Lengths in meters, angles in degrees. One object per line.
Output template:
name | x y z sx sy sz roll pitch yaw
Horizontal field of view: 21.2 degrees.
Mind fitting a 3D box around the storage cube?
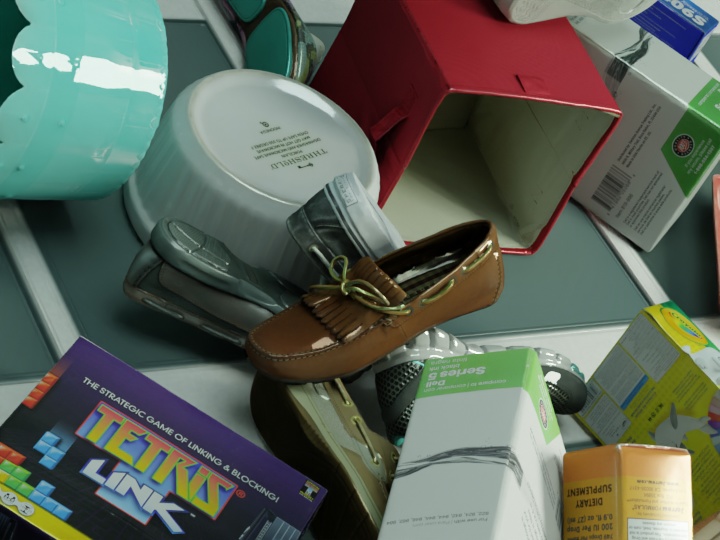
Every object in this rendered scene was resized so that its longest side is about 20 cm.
storage cube | 0.079 -0.139 1.606 0.200 0.171 0.180 4 44 -29

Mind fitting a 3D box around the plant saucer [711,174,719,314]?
plant saucer | 0.403 0.017 1.748 0.200 0.037 0.200 21 39 -9

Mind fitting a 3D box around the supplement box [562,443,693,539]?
supplement box | 0.177 0.218 1.274 0.069 0.067 0.200 6 76 -31

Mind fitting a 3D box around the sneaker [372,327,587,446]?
sneaker | 0.087 0.102 1.436 0.200 0.078 0.091 9 67 -32

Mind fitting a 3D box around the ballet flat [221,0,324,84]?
ballet flat | -0.073 -0.211 1.686 0.071 0.069 0.200 21 33 -43

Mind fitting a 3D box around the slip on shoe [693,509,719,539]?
slip on shoe | 0.245 0.209 1.352 0.200 0.076 0.061 -26 75 -13

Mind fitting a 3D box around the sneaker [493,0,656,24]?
sneaker | 0.175 -0.272 1.620 0.200 0.074 0.118 -8 57 -39

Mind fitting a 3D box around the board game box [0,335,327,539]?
board game box | -0.142 0.152 1.232 0.200 0.057 0.165 31 39 2

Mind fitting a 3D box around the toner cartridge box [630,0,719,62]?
toner cartridge box | 0.249 -0.265 1.920 0.200 0.095 0.043 39 37 11

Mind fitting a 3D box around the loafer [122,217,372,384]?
loafer | -0.082 0.033 1.403 0.200 0.063 0.072 33 19 -25

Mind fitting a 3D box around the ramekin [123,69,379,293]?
ramekin | -0.077 -0.071 1.493 0.202 0.094 0.203 18 39 -15

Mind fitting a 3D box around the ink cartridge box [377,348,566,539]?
ink cartridge box | 0.081 0.171 1.267 0.084 0.146 0.200 -6 33 19

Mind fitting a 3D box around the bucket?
bucket | -0.243 -0.145 1.390 0.135 0.207 0.207 7 42 -41

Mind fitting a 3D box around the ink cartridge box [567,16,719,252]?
ink cartridge box | 0.225 -0.138 1.719 0.200 0.147 0.083 37 37 8

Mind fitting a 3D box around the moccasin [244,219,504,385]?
moccasin | 0.012 0.019 1.347 0.201 0.078 0.074 -19 42 -15

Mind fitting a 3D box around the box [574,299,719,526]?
box | 0.262 0.133 1.461 0.048 0.117 0.200 -12 54 -46

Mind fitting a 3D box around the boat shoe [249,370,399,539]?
boat shoe | -0.006 0.137 1.321 0.066 0.074 0.200 -8 51 -32

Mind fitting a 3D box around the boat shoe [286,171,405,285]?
boat shoe | 0.000 0.000 1.434 0.200 0.071 0.072 58 10 -48
